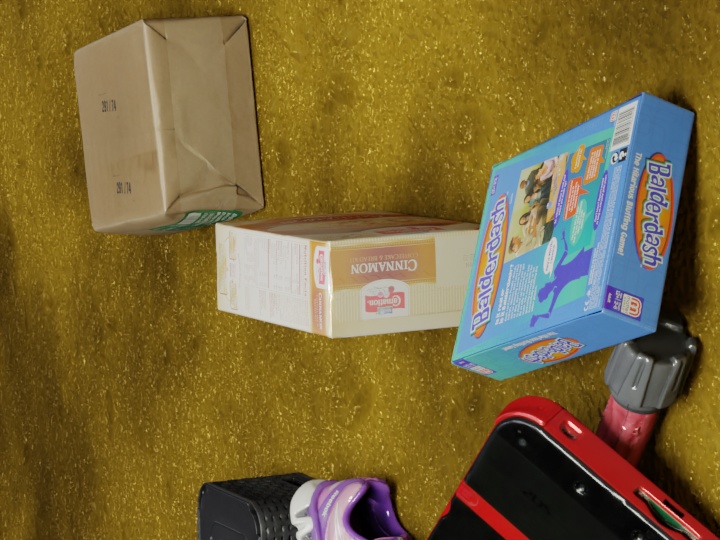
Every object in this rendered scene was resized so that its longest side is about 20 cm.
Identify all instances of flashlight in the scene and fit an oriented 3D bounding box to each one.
[{"bbox_3d":[0.165,0.124,1.498,0.068,0.068,0.200,-121,37,-44],"label":"flashlight"}]

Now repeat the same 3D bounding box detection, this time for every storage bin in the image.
[{"bbox_3d":[-0.073,0.285,1.963,0.135,0.094,0.200,11,104,63],"label":"storage bin"}]

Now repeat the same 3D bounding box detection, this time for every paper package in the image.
[{"bbox_3d":[-0.181,-0.132,2.108,0.200,0.103,0.191,-10,86,62],"label":"paper package"}]

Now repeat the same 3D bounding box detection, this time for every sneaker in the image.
[{"bbox_3d":[0.010,0.252,1.823,0.088,0.080,0.200,-30,69,40],"label":"sneaker"}]

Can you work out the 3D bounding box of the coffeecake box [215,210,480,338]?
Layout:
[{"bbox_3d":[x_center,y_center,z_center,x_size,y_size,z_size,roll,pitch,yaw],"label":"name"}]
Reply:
[{"bbox_3d":[0.000,0.000,1.712,0.200,0.153,0.073,11,104,62],"label":"coffeecake box"}]

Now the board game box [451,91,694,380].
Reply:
[{"bbox_3d":[0.138,-0.018,1.501,0.200,0.045,0.152,-23,51,62],"label":"board game box"}]

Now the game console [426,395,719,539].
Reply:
[{"bbox_3d":[0.144,0.195,1.490,0.200,0.031,0.177,41,133,17],"label":"game console"}]
